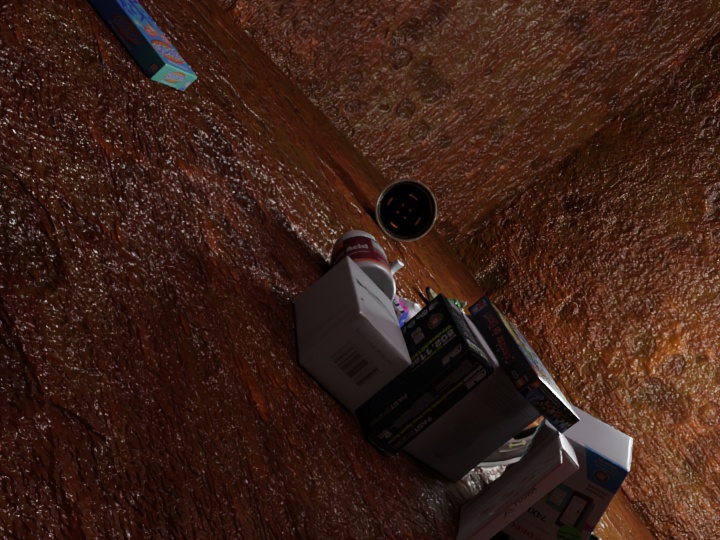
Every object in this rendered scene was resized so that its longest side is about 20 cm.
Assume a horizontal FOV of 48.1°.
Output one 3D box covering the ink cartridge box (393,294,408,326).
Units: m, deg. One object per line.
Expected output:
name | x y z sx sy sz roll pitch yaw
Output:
ink cartridge box | 0.056 0.062 1.812 0.200 0.037 0.095 54 11 6

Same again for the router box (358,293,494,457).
router box | 0.082 0.149 1.172 0.062 0.200 0.150 40 14 -29

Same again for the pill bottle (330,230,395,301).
pill bottle | 0.000 0.000 1.568 0.114 0.114 0.200 46 11 -21

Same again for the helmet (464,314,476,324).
helmet | 0.224 0.188 1.712 0.200 0.200 0.191 47 28 -17

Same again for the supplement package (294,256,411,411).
supplement package | -0.017 0.088 1.195 0.117 0.117 0.200 45 12 -22

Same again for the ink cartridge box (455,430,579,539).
ink cartridge box | 0.226 0.329 1.167 0.045 0.200 0.176 48 11 4

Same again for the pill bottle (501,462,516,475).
pill bottle | 0.320 0.409 1.520 0.114 0.114 0.200 53 11 12

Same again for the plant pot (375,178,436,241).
plant pot | 0.147 -0.197 2.675 0.201 0.200 0.198 50 2 -1

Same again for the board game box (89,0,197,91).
board game box | -0.411 -0.441 1.530 0.200 0.045 0.152 52 11 2

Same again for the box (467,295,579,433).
box | 0.250 0.142 1.245 0.137 0.038 0.200 44 13 -36

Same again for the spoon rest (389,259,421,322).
spoon rest | 0.104 0.074 1.943 0.099 0.060 0.201 32 35 -56

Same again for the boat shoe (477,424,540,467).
boat shoe | 0.261 0.320 1.464 0.072 0.199 0.060 -10 -99 63

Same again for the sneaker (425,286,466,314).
sneaker | 0.268 0.106 2.383 0.200 0.088 0.077 46 12 -23

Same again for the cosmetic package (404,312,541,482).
cosmetic package | 0.158 0.207 1.295 0.199 0.200 0.123 41 14 -43

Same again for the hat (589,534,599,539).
hat | 0.457 0.529 1.331 0.199 0.175 0.167 4 81 -49

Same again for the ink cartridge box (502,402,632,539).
ink cartridge box | 0.330 0.345 1.321 0.146 0.201 0.146 28 18 14
